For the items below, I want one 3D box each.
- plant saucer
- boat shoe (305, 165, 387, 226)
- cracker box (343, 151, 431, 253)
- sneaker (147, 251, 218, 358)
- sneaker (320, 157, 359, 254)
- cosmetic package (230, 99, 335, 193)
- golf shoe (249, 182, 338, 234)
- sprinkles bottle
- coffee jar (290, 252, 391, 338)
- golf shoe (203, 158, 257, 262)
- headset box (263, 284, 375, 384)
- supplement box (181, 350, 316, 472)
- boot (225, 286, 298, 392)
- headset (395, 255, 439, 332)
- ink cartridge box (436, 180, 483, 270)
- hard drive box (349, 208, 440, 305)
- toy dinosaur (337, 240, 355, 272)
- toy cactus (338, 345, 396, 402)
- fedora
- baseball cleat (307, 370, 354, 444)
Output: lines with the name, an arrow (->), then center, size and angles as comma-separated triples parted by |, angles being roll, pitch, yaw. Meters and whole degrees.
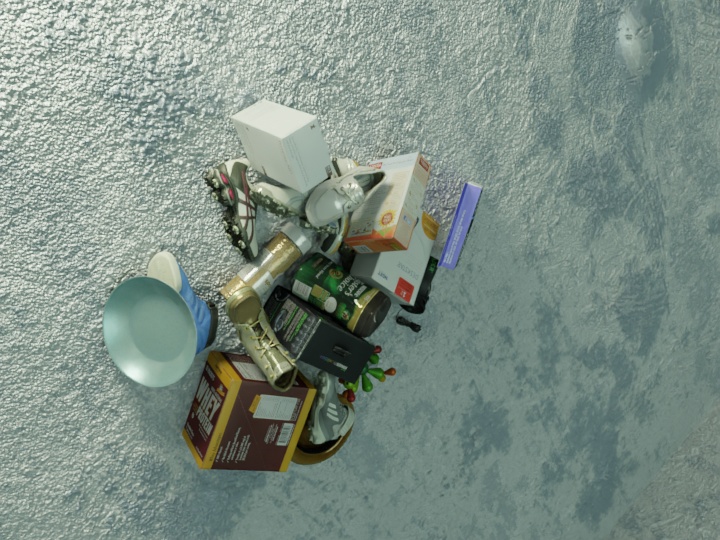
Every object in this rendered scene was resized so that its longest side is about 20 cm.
plant saucer -> -0.371, 0.107, 1.185 | 0.039, 0.199, 0.203 | -25, 132, -70
boat shoe -> -0.023, -0.149, 1.257 | 0.200, 0.069, 0.071 | -42, 118, -37
cracker box -> 0.057, -0.137, 1.352 | 0.058, 0.133, 0.202 | 36, 63, -40
sneaker -> -0.329, 0.059, 1.246 | 0.111, 0.076, 0.203 | -23, 98, -64
sneaker -> -0.067, -0.135, 1.360 | 0.087, 0.076, 0.203 | 9, 101, -22
cosmetic package -> -0.139, -0.224, 1.171 | 0.081, 0.199, 0.114 | -34, 125, -19
golf shoe -> -0.121, -0.142, 1.258 | 0.199, 0.078, 0.098 | 22, 81, -42
sprinkles bottle -> -0.189, -0.005, 1.318 | 0.200, 0.068, 0.068 | -45, 129, -11
coffee jar -> -0.038, 0.051, 1.359 | 0.104, 0.199, 0.086 | -45, 163, -54
golf shoe -> -0.220, -0.111, 1.247 | 0.088, 0.077, 0.202 | -33, 126, -29
headset box -> -0.090, 0.135, 1.365 | 0.173, 0.199, 0.093 | 32, 91, -39
supplement box -> -0.232, 0.294, 1.368 | 0.198, 0.133, 0.199 | 14, 101, -36
boot -> -0.184, 0.134, 1.251 | 0.072, 0.155, 0.201 | -30, 149, -18
headset -> 0.142, 0.061, 1.554 | 0.093, 0.124, 0.201 | 28, 126, -2
ink cartridge box -> 0.234, -0.105, 1.526 | 0.200, 0.043, 0.200 | -31, 138, -73
hard drive box -> 0.078, -0.046, 1.450 | 0.155, 0.076, 0.202 | 32, 72, -42
toy dinosaur -> 0.000, 0.000, 1.476 | 0.087, 0.047, 0.202 | -23, 124, -19
toy cactus -> 0.000, 0.202, 1.514 | 0.199, 0.101, 0.167 | -27, 99, -56
fedora -> -0.109, 0.351, 1.521 | 0.199, 0.082, 0.203 | -15, 118, -31
baseball cleat -> -0.060, 0.287, 1.422 | 0.105, 0.070, 0.202 | -4, 128, -25
